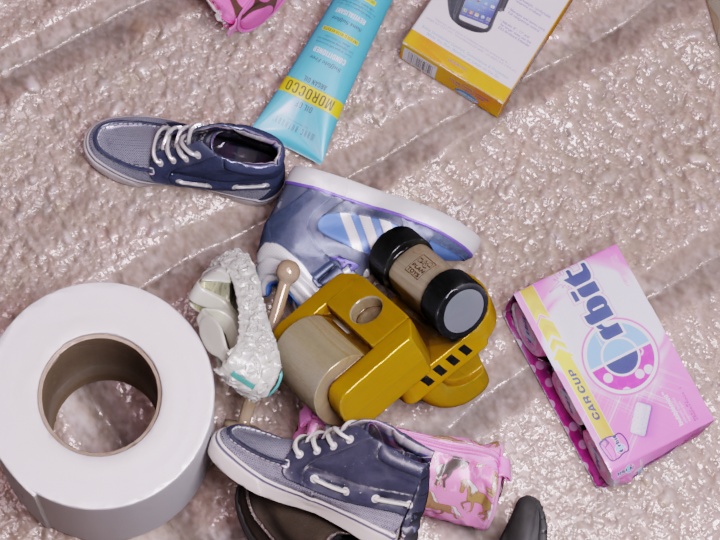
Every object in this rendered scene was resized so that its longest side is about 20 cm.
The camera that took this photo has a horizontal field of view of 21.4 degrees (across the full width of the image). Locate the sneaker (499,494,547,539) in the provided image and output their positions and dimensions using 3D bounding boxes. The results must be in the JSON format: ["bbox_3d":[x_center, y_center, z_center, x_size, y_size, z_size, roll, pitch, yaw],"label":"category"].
[{"bbox_3d":[0.111,0.289,1.699,0.090,0.076,0.202,18,68,9],"label":"sneaker"}]

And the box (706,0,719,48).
[{"bbox_3d":[0.393,-0.309,1.919,0.094,0.078,0.202,-8,72,-7],"label":"box"}]

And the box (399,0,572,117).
[{"bbox_3d":[0.139,-0.265,1.905,0.118,0.042,0.201,32,69,6],"label":"box"}]

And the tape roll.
[{"bbox_3d":[-0.227,0.127,1.688,0.200,0.139,0.205,1,72,-4],"label":"tape roll"}]

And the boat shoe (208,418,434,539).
[{"bbox_3d":[-0.029,0.157,1.631,0.198,0.075,0.094,23,113,7],"label":"boat shoe"}]

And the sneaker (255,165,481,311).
[{"bbox_3d":[0.000,0.000,1.791,0.198,0.081,0.148,20,83,-5],"label":"sneaker"}]

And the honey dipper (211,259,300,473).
[{"bbox_3d":[-0.092,0.088,1.735,0.038,0.038,0.202,16,88,1],"label":"honey dipper"}]

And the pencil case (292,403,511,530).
[{"bbox_3d":[0.035,0.175,1.718,0.198,0.087,0.084,13,86,1],"label":"pencil case"}]

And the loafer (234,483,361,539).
[{"bbox_3d":[-0.029,0.237,1.646,0.073,0.072,0.200,-32,65,-34],"label":"loafer"}]

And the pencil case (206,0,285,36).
[{"bbox_3d":[-0.163,-0.322,1.876,0.200,0.091,0.094,42,80,12],"label":"pencil case"}]

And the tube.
[{"bbox_3d":[-0.029,-0.205,1.870,0.077,0.050,0.201,24,76,12],"label":"tube"}]

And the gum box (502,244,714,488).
[{"bbox_3d":[0.231,0.093,1.775,0.113,0.066,0.201,-25,75,-13],"label":"gum box"}]

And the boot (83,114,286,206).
[{"bbox_3d":[-0.165,-0.118,1.801,0.198,0.090,0.074,10,71,-1],"label":"boot"}]

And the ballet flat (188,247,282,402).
[{"bbox_3d":[-0.119,0.037,1.713,0.071,0.072,0.201,-14,36,-9],"label":"ballet flat"}]

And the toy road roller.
[{"bbox_3d":[0.034,0.075,1.718,0.199,0.147,0.123,-37,41,-11],"label":"toy road roller"}]
